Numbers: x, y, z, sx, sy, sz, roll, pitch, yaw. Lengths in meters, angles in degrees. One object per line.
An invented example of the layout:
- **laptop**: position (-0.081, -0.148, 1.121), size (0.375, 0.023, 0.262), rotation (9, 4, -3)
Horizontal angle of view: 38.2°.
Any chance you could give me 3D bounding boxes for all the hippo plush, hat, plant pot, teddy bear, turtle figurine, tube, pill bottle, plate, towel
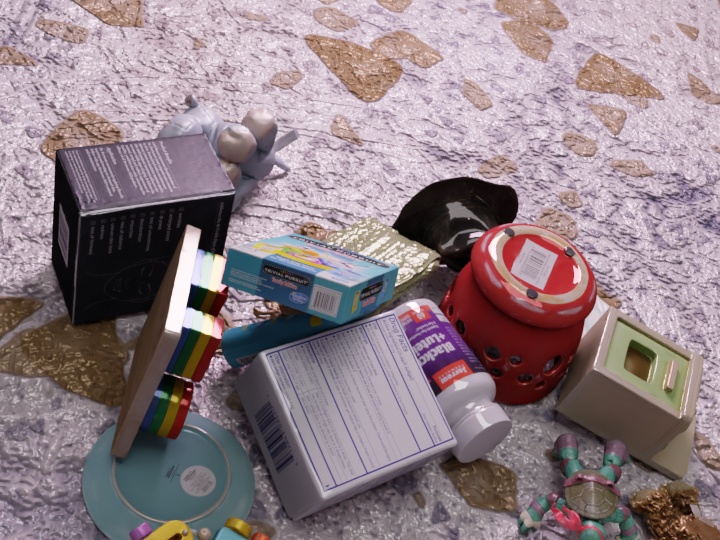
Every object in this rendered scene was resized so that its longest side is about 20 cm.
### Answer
- **hippo plush**: position (-0.206, -0.199, 1.522), size (0.160, 0.160, 0.200), rotation (33, 46, 13)
- **hat**: position (0.143, -0.043, 1.480), size (0.199, 0.201, 0.081), rotation (-3, 53, -22)
- **plant pot**: position (0.216, 0.053, 1.415), size (0.199, 0.183, 0.201), rotation (11, 46, -12)
- **teddy bear**: position (0.418, 0.344, 1.295), size (0.144, 0.067, 0.200), rotation (-15, 47, -42)
- **turtle figurine**: position (0.279, 0.288, 1.272), size (0.149, 0.101, 0.200), rotation (21, 38, 1)
- **tube**: position (-0.077, 0.074, 1.283), size (0.077, 0.199, 0.051), rotation (-25, 98, -67)
- **pill bottle**: position (0.104, 0.143, 1.334), size (0.111, 0.112, 0.200), rotation (-16, 54, -31)
- **plate**: position (-0.217, 0.236, 1.193), size (0.199, 0.026, 0.201), rotation (10, 44, -10)
- **towel**: position (0.000, 0.000, 1.387), size (0.148, 0.037, 0.200), rotation (30, 44, 27)

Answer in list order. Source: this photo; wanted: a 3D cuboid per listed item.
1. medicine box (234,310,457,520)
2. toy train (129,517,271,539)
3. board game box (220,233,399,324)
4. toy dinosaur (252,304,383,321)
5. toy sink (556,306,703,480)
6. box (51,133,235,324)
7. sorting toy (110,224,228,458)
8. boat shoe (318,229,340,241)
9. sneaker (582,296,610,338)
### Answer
- **medicine box**: position (-0.018, 0.170, 1.239), size (0.199, 0.103, 0.183), rotation (-15, 72, -32)
- **toy train**: position (-0.182, 0.338, 1.092), size (0.199, 0.056, 0.151), rotation (-1, 66, -29)
- **board game box**: position (-0.054, 0.004, 1.236), size (0.150, 0.047, 0.200), rotation (18, 12, 15)
- **toy dinosaur**: position (-0.077, 0.059, 1.391), size (0.199, 0.061, 0.107), rotation (-17, 57, -6)
- **toy sink**: position (0.386, 0.164, 1.396), size (0.199, 0.112, 0.131), rotation (31, 45, 0)
- **box**: position (-0.282, -0.054, 1.325), size (0.196, 0.201, 0.124), rotation (-9, 50, -27)
- **sorting toy**: position (-0.212, 0.088, 1.201), size (0.069, 0.199, 0.201), rotation (20, 34, -15)
- **boat shoe**: position (-0.010, 0.010, 1.456), size (0.071, 0.065, 0.201), rotation (-4, 49, -22)
- **sneaker**: position (0.306, 0.036, 1.539), size (0.080, 0.071, 0.201), rotation (-10, 52, -25)
